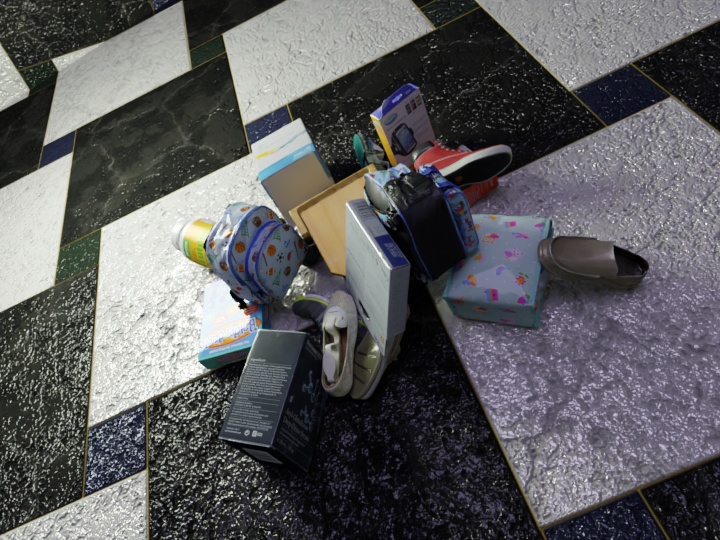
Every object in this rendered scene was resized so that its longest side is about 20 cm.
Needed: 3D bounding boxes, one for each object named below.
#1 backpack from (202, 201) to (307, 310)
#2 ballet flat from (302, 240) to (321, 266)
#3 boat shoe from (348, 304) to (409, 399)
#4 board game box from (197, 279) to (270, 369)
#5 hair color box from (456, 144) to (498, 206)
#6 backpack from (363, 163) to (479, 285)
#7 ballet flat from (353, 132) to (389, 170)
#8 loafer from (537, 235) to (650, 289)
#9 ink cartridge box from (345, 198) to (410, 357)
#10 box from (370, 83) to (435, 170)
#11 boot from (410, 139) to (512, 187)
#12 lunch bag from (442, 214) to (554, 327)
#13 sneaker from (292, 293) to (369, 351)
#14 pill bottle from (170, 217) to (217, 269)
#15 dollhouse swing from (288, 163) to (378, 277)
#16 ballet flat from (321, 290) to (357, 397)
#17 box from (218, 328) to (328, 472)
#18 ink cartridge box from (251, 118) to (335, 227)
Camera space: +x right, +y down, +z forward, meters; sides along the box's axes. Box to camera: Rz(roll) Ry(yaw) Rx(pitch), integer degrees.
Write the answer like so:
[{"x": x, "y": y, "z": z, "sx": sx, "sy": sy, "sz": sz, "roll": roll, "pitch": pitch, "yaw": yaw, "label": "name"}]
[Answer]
[{"x": -0.212, "y": -0.039, "z": 1.059, "sx": 0.153, "sy": 0.191, "sz": 0.201, "roll": 4, "pitch": 62, "yaw": 34, "label": "backpack"}, {"x": -0.079, "y": -0.094, "z": 1.195, "sx": 0.066, "sy": 0.057, "sz": 0.201, "roll": 23, "pitch": 67, "yaw": 34, "label": "ballet flat"}, {"x": 0.040, "y": 0.143, "z": 0.959, "sx": 0.074, "sy": 0.068, "sz": 0.202, "roll": 19, "pitch": 87, "yaw": 51, "label": "boat shoe"}, {"x": -0.271, "y": 0.101, "z": 1.144, "sx": 0.151, "sy": 0.045, "sz": 0.201, "roll": -17, "pitch": 52, "yaw": 11, "label": "board game box"}, {"x": 0.186, "y": -0.172, "z": 1.135, "sx": 0.200, "sy": 0.064, "sz": 0.111, "roll": -39, "pitch": 51, "yaw": -6, "label": "hair color box"}, {"x": 0.094, "y": -0.104, "z": 0.923, "sx": 0.134, "sy": 0.183, "sz": 0.200, "roll": -32, "pitch": 39, "yaw": -2, "label": "backpack"}, {"x": 0.032, "y": -0.265, "z": 1.277, "sx": 0.074, "sy": 0.074, "sz": 0.201, "roll": -20, "pitch": 52, "yaw": 8, "label": "ballet flat"}, {"x": 0.391, "y": -0.022, "z": 0.873, "sx": 0.198, "sy": 0.068, "sz": 0.076, "roll": 10, "pitch": 66, "yaw": -12, "label": "loafer"}, {"x": 0.024, "y": 0.011, "z": 0.905, "sx": 0.043, "sy": 0.201, "sz": 0.197, "roll": -14, "pitch": 43, "yaw": -16, "label": "ink cartridge box"}, {"x": 0.100, "y": -0.323, "z": 1.190, "sx": 0.119, "sy": 0.201, "sz": 0.041, "roll": -40, "pitch": 45, "yaw": -9, "label": "box"}, {"x": 0.205, "y": -0.243, "z": 1.095, "sx": 0.198, "sy": 0.073, "sz": 0.145, "roll": -19, "pitch": 50, "yaw": 13, "label": "boot"}, {"x": 0.255, "y": -0.013, "z": 0.954, "sx": 0.169, "sy": 0.122, "sz": 0.202, "roll": 5, "pitch": 64, "yaw": 27, "label": "lunch bag"}, {"x": -0.062, "y": 0.104, "z": 1.037, "sx": 0.199, "sy": 0.074, "sz": 0.081, "roll": 13, "pitch": 66, "yaw": 32, "label": "sneaker"}, {"x": -0.361, "y": -0.064, "z": 1.259, "sx": 0.199, "sy": 0.111, "sz": 0.112, "roll": 17, "pitch": 64, "yaw": 32, "label": "pill bottle"}, {"x": -0.019, "y": -0.093, "z": 1.107, "sx": 0.199, "sy": 0.182, "sz": 0.177, "roll": -31, "pitch": 91, "yaw": -2, "label": "dollhouse swing"}, {"x": -0.041, "y": 0.126, "z": 0.953, "sx": 0.067, "sy": 0.062, "sz": 0.202, "roll": -12, "pitch": 67, "yaw": 24, "label": "ballet flat"}, {"x": -0.138, "y": 0.229, "z": 0.927, "sx": 0.106, "sy": 0.149, "sz": 0.201, "roll": 0, "pitch": 57, "yaw": 23, "label": "box"}, {"x": -0.155, "y": -0.236, "z": 1.251, "sx": 0.145, "sy": 0.147, "sz": 0.201, "roll": -29, "pitch": 40, "yaw": 3, "label": "ink cartridge box"}]
